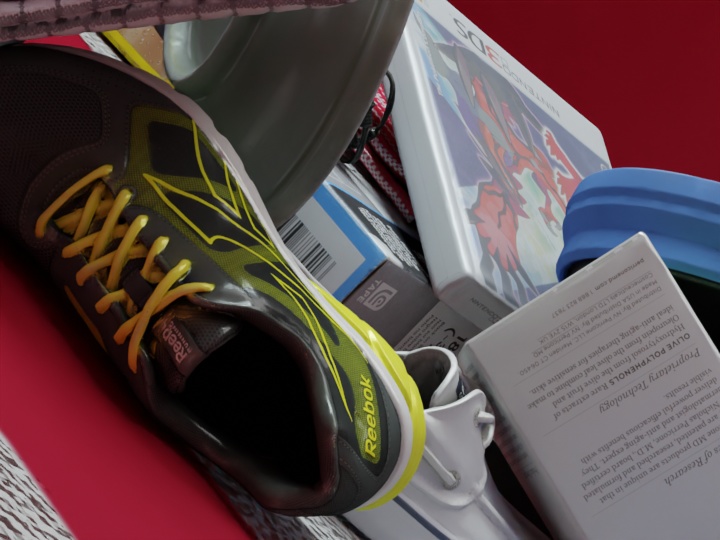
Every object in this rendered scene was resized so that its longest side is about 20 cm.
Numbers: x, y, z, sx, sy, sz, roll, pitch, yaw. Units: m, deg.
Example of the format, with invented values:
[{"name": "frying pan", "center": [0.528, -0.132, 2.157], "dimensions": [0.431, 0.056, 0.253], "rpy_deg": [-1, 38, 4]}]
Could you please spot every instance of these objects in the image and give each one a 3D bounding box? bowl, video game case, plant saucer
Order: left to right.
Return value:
[{"name": "plant saucer", "center": [-0.034, -0.114, 1.106], "dimensions": [0.050, 0.201, 0.200], "rpy_deg": [18, 17, -21]}, {"name": "video game case", "center": [0.075, -0.029, 1.272], "dimensions": [0.182, 0.023, 0.201], "rpy_deg": [35, 32, -42]}, {"name": "bowl", "center": [0.173, 0.022, 1.165], "dimensions": [0.200, 0.039, 0.201], "rpy_deg": [24, -13, 6]}]

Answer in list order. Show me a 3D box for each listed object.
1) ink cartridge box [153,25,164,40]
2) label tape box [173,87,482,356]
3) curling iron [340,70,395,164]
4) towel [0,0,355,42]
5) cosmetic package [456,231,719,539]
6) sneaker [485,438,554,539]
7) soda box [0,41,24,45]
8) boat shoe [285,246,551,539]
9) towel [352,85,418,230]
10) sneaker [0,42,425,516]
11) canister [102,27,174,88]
[{"name": "ink cartridge box", "center": [-0.098, -0.158, 1.191], "dimensions": [0.200, 0.037, 0.095], "rpy_deg": [51, 15, -66]}, {"name": "label tape box", "center": [0.000, 0.000, 1.256], "dimensions": [0.144, 0.063, 0.200], "rpy_deg": [50, 10, 33]}, {"name": "curling iron", "center": [-0.045, -0.137, 1.229], "dimensions": [0.026, 0.050, 0.200], "rpy_deg": [-22, 78, -47]}, {"name": "towel", "center": [-0.095, -0.122, 0.941], "dimensions": [0.166, 0.199, 0.086], "rpy_deg": [-84, 168, -83]}, {"name": "cosmetic package", "center": [0.119, 0.096, 1.058], "dimensions": [0.200, 0.085, 0.108], "rpy_deg": [58, -5, 4]}, {"name": "sneaker", "center": [0.090, 0.084, 1.186], "dimensions": [0.076, 0.088, 0.200], "rpy_deg": [51, 12, 34]}, {"name": "soda box", "center": [-0.152, -0.130, 1.148], "dimensions": [0.063, 0.068, 0.200], "rpy_deg": [43, 7, -5]}, {"name": "boat shoe", "center": [0.017, 0.059, 1.008], "dimensions": [0.200, 0.065, 0.074], "rpy_deg": [39, 8, -31]}, {"name": "towel", "center": [0.048, -0.046, 1.340], "dimensions": [0.200, 0.022, 0.145], "rpy_deg": [26, 23, -52]}, {"name": "sneaker", "center": [-0.058, 0.001, 0.902], "dimensions": [0.200, 0.075, 0.085], "rpy_deg": [42, 11, 3]}, {"name": "canister", "center": [-0.059, -0.194, 1.480], "dimensions": [0.149, 0.200, 0.087], "rpy_deg": [46, 8, 20]}]
